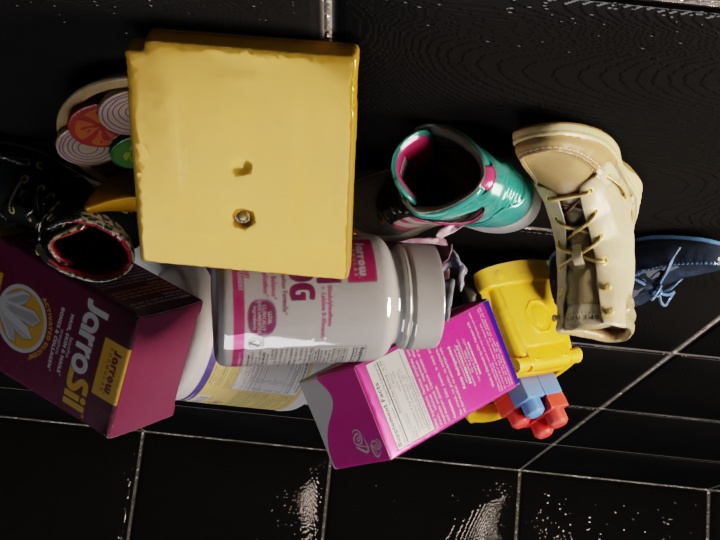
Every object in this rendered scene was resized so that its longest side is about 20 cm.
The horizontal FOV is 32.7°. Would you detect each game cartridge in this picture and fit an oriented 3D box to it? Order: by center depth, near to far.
[{"bbox_3d":[-0.091,-0.088,0.958,0.175,0.033,0.201,5,124,3],"label":"game cartridge"}]

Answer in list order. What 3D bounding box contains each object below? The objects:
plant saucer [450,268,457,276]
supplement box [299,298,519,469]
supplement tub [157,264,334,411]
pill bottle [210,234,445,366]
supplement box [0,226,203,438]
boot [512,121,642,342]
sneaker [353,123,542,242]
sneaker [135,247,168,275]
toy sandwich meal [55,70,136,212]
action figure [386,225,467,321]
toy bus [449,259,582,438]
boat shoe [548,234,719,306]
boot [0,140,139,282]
[{"bbox_3d":[0.024,-0.003,1.423,0.198,0.031,0.200,6,164,2],"label":"plant saucer"},{"bbox_3d":[0.052,0.115,1.263,0.199,0.104,0.101,-22,-179,-38],"label":"supplement box"},{"bbox_3d":[-0.119,0.072,1.304,0.199,0.147,0.145,10,165,-34],"label":"supplement tub"},{"bbox_3d":[-0.031,0.025,1.092,0.198,0.114,0.113,-2,166,-11],"label":"pill bottle"},{"bbox_3d":[-0.269,0.053,1.184,0.199,0.132,0.103,25,-162,24],"label":"supplement box"},{"bbox_3d":[0.185,-0.028,1.040,0.072,0.157,0.200,-3,162,30],"label":"boot"},{"bbox_3d":[0.045,-0.073,1.070,0.199,0.084,0.121,-3,161,30],"label":"sneaker"},{"bbox_3d":[-0.251,-0.045,1.335,0.198,0.074,0.116,13,146,12],"label":"sneaker"},{"bbox_3d":[-0.161,-0.090,1.040,0.203,0.071,0.206,3,151,2],"label":"toy sandwich meal"},{"bbox_3d":[0.000,0.000,1.224,0.198,0.150,0.134,6,171,14],"label":"action figure"},{"bbox_3d":[0.155,0.107,1.393,0.135,0.193,0.200,-7,157,-37],"label":"toy bus"},{"bbox_3d":[0.293,0.008,1.290,0.199,0.069,0.084,-9,158,43],"label":"boat shoe"},{"bbox_3d":[-0.293,-0.057,1.130,0.202,0.074,0.154,21,-169,-13],"label":"boot"}]
